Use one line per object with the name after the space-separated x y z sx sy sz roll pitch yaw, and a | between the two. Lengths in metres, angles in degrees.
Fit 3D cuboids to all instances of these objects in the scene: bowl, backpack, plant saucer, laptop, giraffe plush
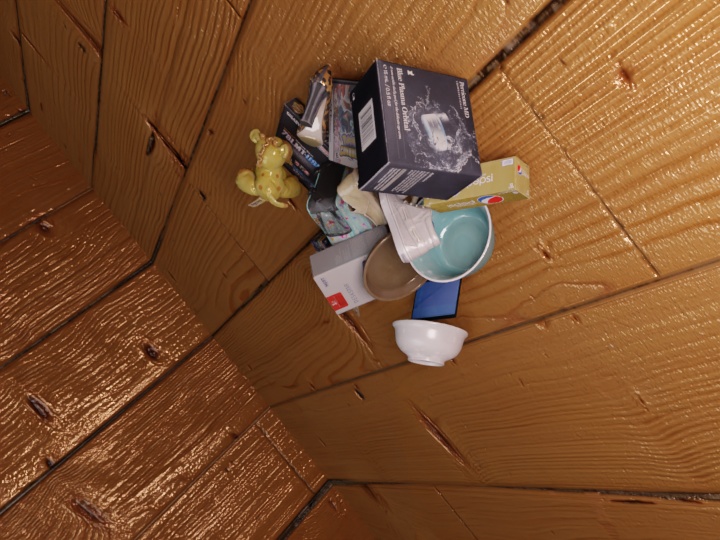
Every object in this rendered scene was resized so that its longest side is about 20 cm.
0.174 0.193 1.524 0.197 0.092 0.201 9 165 2 | bowl
-0.027 -0.150 1.430 0.151 0.178 0.201 -3 141 16 | backpack
0.089 -0.019 1.342 0.030 0.197 0.202 51 158 45 | plant saucer
0.202 -0.066 1.242 0.199 0.204 0.104 20 -179 39 | bowl
0.153 0.010 1.440 0.176 0.103 0.202 -14 113 56 | laptop
-0.230 -0.269 1.502 0.169 0.201 0.165 13 118 0 | giraffe plush

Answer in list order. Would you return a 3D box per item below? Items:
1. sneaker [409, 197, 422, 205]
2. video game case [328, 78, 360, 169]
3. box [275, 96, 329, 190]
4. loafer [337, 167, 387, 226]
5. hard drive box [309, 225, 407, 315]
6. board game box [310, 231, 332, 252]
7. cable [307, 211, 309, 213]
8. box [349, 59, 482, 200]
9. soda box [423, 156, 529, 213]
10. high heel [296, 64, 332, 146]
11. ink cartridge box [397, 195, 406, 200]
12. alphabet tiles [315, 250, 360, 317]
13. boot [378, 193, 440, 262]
0.114 -0.124 1.377 0.094 0.069 0.202 51 147 37 | sneaker
-0.017 -0.313 1.271 0.199 0.025 0.184 33 127 55 | video game case
-0.135 -0.305 1.524 0.200 0.050 0.199 45 150 6 | box
0.006 -0.151 1.259 0.200 0.067 0.077 47 -153 -60 | loafer
0.000 0.000 1.412 0.157 0.197 0.078 58 -168 -46 | hard drive box
-0.054 -0.016 1.676 0.201 0.056 0.165 56 168 -10 | board game box
-0.091 -0.140 1.551 0.096 0.200 0.051 33 106 -3 | cable
0.097 -0.247 1.067 0.117 0.197 0.200 -32 60 58 | box
0.220 -0.161 1.138 0.198 0.067 0.065 -5 78 39 | soda box
-0.093 -0.367 1.348 0.070 0.145 0.200 20 173 0 | high heel
0.082 -0.240 1.277 0.145 0.085 0.200 50 151 -2 | ink cartridge box
-0.064 0.047 1.756 0.201 0.007 0.168 52 171 18 | alphabet tiles
0.103 -0.113 1.228 0.074 0.094 0.202 51 -162 -55 | boot
